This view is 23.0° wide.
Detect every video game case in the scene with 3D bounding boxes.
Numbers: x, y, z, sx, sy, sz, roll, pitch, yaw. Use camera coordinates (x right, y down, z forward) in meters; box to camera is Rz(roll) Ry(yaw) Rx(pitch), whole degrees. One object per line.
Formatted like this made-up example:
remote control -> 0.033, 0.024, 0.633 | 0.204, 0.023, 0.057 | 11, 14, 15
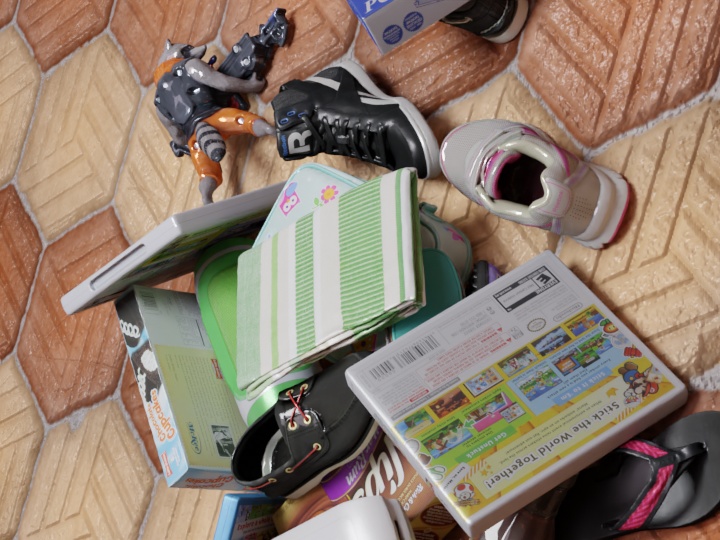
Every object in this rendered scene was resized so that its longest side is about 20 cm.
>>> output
video game case -> -0.164, -0.026, 1.682 | 0.181, 0.199, 0.022 | -32, 83, 38
video game case -> -0.111, 0.296, 1.558 | 0.018, 0.143, 0.202 | 14, 88, 21
video game case -> 0.116, 0.088, 1.346 | 0.199, 0.023, 0.182 | -29, 49, -14

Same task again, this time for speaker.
speaker -> -0.094, 0.064, 1.650 | 0.089, 0.088, 0.201 | -49, 47, 27

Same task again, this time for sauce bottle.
sauce bottle -> 0.108, 0.226, 1.366 | 0.066, 0.065, 0.202 | 46, 121, 46

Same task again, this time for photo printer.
photo printer -> -0.023, 0.281, 1.424 | 0.199, 0.069, 0.168 | -34, 53, 40

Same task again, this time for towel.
towel -> -0.028, 0.009, 1.480 | 0.199, 0.023, 0.154 | -29, 46, 32

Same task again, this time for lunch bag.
lunch bag -> 0.000, 0.000, 1.549 | 0.199, 0.077, 0.162 | 29, 93, 35

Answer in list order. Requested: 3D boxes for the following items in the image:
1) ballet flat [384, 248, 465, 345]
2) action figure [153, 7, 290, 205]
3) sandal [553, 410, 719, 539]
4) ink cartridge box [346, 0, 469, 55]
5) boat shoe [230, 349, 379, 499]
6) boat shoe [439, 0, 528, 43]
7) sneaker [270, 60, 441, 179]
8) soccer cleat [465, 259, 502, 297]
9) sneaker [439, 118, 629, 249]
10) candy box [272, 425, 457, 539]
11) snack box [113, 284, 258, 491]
ballet flat -> 0.056, 0.082, 1.430 | 0.071, 0.068, 0.202 | 87, 179, -60
action figure -> -0.142, -0.175, 1.772 | 0.201, 0.104, 0.194 | -55, 52, 21
sandal -> 0.201, 0.161, 1.312 | 0.199, 0.045, 0.076 | -31, 56, 39
ink cartridge box -> 0.081, -0.271, 1.510 | 0.199, 0.044, 0.094 | -32, 37, 3
boat shoe -> -0.041, 0.129, 1.482 | 0.201, 0.063, 0.074 | -45, 40, 42
boat shoe -> 0.069, -0.261, 1.587 | 0.199, 0.060, 0.076 | 26, 95, 49
sneaker -> -0.015, -0.117, 1.590 | 0.200, 0.111, 0.074 | 44, 151, 53
soccer cleat -> 0.123, 0.073, 1.427 | 0.201, 0.072, 0.069 | -96, 13, -47
sneaker -> 0.125, -0.083, 1.444 | 0.199, 0.088, 0.082 | 24, 96, 50
candy box -> 0.016, 0.197, 1.504 | 0.200, 0.056, 0.117 | -50, 46, 28
snack box -> -0.154, 0.111, 1.664 | 0.037, 0.115, 0.201 | -41, 56, 33
